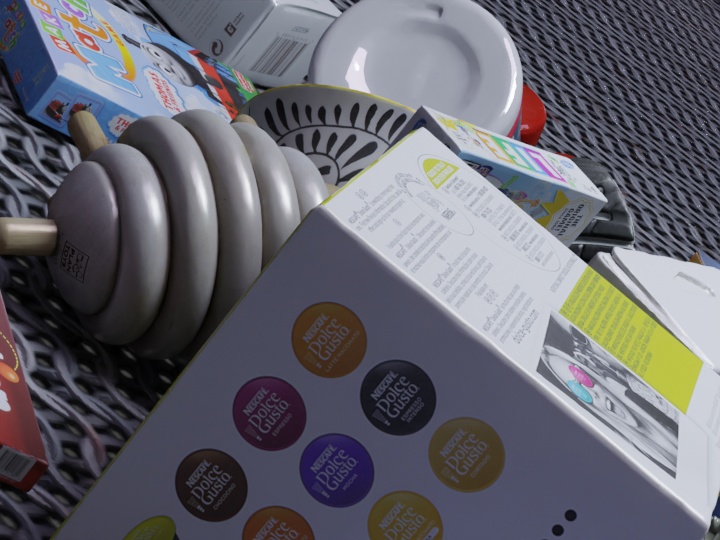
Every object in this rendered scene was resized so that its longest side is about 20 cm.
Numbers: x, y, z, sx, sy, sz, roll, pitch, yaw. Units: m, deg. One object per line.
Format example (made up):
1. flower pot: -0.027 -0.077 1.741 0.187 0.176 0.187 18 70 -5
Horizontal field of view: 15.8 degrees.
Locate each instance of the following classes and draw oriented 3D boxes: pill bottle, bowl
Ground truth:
1. pill bottle: 0.033 -0.062 1.502 0.120 0.120 0.200 47 -17 22
2. bowl: 0.000 0.000 1.395 0.201 0.201 0.094 36 61 -12

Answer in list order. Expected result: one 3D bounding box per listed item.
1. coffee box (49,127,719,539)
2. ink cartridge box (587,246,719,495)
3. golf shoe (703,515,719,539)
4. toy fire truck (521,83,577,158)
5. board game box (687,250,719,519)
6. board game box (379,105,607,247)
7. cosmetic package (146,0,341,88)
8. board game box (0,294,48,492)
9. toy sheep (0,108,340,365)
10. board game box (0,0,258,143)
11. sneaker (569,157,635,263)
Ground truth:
1. coffee box: 0.019 0.086 1.098 0.198 0.200 0.200 40 18 2
2. ink cartridge box: 0.112 0.094 1.270 0.084 0.200 0.145 47 19 25
3. golf shoe: 0.221 0.215 1.446 0.200 0.078 0.097 50 2 13
4. toy fire truck: 0.056 -0.034 1.667 0.168 0.112 0.200 -10 48 -34
5. board game box: 0.193 0.088 1.560 0.035 0.136 0.200 33 19 -20
6. board game box: 0.014 0.018 1.256 0.134 0.200 0.034 14 31 -54
7. cosmetic package: -0.112 -0.216 1.794 0.200 0.074 0.102 48 19 22
8. board game box: -0.198 0.013 1.139 0.103 0.019 0.200 30 20 -33
9. toy sheep: -0.087 -0.017 1.268 0.200 0.138 0.138 -4 39 -25
10. board game box: -0.128 -0.103 1.542 0.200 0.037 0.151 25 23 -36
11. sneaker: 0.123 0.033 1.539 0.078 0.200 0.090 3 2 8
